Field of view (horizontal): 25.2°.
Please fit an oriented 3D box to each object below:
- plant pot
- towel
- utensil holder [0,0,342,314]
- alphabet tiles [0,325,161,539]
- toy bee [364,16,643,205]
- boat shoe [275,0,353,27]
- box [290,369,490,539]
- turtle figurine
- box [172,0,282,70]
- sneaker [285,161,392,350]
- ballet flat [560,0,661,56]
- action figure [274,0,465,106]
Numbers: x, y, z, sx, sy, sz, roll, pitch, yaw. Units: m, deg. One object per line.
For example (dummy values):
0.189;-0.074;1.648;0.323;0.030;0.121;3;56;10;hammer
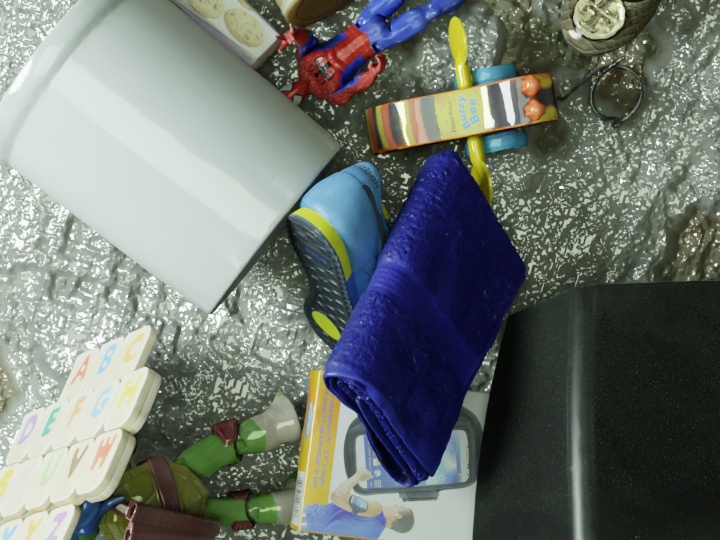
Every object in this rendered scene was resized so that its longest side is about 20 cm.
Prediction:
0.192;0.105;1.117;0.200;0.200;0.178;-2;79;-17;plant pot
0.052;0.035;1.124;0.049;0.148;0.200;7;57;30;towel
-0.137;-0.089;1.154;0.200;0.170;0.170;38;96;-2;utensil holder
-0.213;0.131;1.161;0.015;0.200;0.196;35;58;-24;alphabet tiles
0.098;-0.125;1.162;0.200;0.109;0.131;-31;90;6;toy bee
0.002;-0.269;1.182;0.200;0.074;0.069;-47;70;6;boat shoe
0.055;0.144;1.191;0.200;0.041;0.119;8;84;-9;box
-0.144;0.162;1.217;0.194;0.200;0.144;-12;65;-17;turtle figurine
-0.140;-0.229;1.205;0.041;0.039;0.200;-45;90;5;box
0.000;0.000;1.155;0.066;0.200;0.078;34;65;26;sneaker
0.215;-0.240;1.160;0.067;0.046;0.200;40;86;5;ballet flat
0.014;-0.182;1.171;0.200;0.099;0.065;-38;90;8;action figure
